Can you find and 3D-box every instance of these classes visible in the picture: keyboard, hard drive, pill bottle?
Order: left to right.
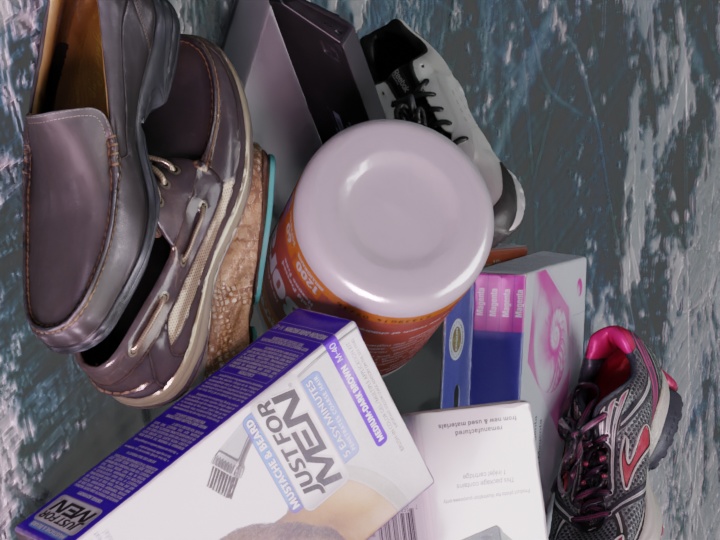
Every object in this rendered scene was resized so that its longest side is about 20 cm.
[{"bbox_3d":[-0.040,-0.084,1.391,0.200,0.027,0.133,58,42,-56],"label":"hard drive"},{"bbox_3d":[0.000,0.000,1.293,0.200,0.112,0.113,122,-18,-67],"label":"pill bottle"},{"bbox_3d":[0.011,-0.075,1.333,0.021,0.127,0.200,-40,141,-15],"label":"keyboard"}]

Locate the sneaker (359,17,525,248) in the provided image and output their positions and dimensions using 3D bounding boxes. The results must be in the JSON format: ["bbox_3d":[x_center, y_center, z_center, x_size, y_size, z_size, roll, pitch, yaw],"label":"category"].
[{"bbox_3d":[0.042,-0.083,1.433,0.080,0.073,0.200,56,5,-42],"label":"sneaker"}]

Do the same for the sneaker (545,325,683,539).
[{"bbox_3d":[0.156,0.129,1.495,0.075,0.080,0.201,54,37,-37],"label":"sneaker"}]

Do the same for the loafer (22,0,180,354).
[{"bbox_3d":[-0.141,-0.059,1.105,0.072,0.072,0.201,38,49,-53],"label":"loafer"}]

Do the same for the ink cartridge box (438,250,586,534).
[{"bbox_3d":[0.103,0.094,1.499,0.200,0.043,0.198,-15,109,-68],"label":"ink cartridge box"}]

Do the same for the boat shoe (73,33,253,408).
[{"bbox_3d":[-0.106,-0.030,1.179,0.073,0.074,0.201,27,68,-66],"label":"boat shoe"}]

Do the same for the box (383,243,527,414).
[{"bbox_3d":[0.046,0.081,1.536,0.124,0.097,0.201,-6,99,-67],"label":"box"}]

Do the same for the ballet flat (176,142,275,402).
[{"bbox_3d":[-0.084,0.026,1.252,0.071,0.065,0.201,122,-30,-72],"label":"ballet flat"}]

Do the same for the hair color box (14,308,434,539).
[{"bbox_3d":[-0.067,0.122,1.172,0.200,0.065,0.110,-38,115,-23],"label":"hair color box"}]

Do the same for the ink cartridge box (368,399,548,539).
[{"bbox_3d":[0.044,0.186,1.340,0.084,0.145,0.201,-4,84,-28],"label":"ink cartridge box"}]
